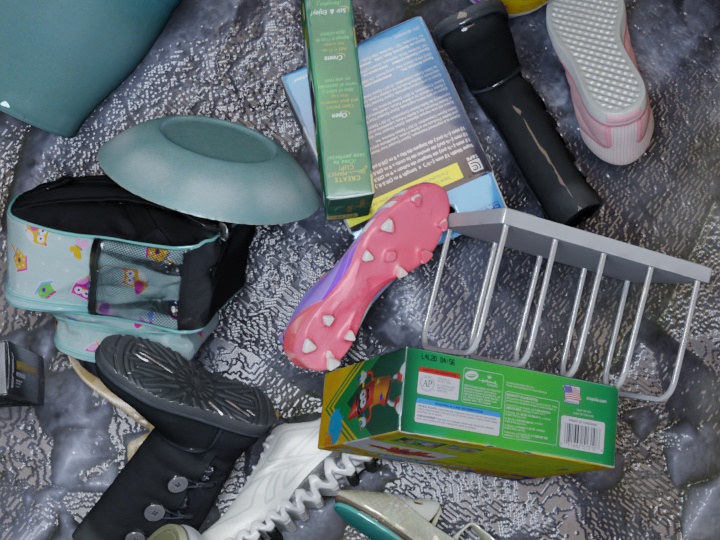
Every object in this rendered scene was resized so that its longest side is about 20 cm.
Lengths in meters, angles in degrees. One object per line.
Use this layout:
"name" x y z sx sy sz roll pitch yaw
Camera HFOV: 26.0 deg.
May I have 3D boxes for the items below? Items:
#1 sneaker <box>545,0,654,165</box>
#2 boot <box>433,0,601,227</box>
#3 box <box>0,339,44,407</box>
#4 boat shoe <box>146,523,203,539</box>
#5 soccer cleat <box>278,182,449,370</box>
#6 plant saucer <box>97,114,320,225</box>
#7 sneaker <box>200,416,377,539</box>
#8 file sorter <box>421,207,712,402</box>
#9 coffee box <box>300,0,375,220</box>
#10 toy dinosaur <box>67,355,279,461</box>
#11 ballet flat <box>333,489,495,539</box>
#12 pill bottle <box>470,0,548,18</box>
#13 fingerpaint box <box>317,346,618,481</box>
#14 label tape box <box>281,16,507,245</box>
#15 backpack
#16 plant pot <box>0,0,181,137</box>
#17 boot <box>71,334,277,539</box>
"sneaker" 0.223 -0.183 1.450 0.075 0.105 0.201 -14 51 6
"boot" 0.142 -0.131 1.383 0.066 0.165 0.200 -26 82 12
"box" -0.386 0.095 1.348 0.199 0.158 0.049 -3 83 0
"boat shoe" -0.167 0.303 1.336 0.068 0.075 0.200 11 115 -29
"soccer cleat" 0.000 0.000 1.364 0.067 0.076 0.200 39 84 -30
"plant saucer" -0.128 -0.098 1.365 0.200 0.201 0.039 16 113 2
"sneaker" -0.069 0.187 1.384 0.200 0.075 0.081 -35 75 -14
"file sorter" 0.172 0.032 1.347 0.199 0.139 0.125 15 86 -18
"coffee box" -0.021 -0.150 1.346 0.044 0.123 0.201 -6 82 -3
"toy dinosaur" -0.178 0.139 1.404 0.199 0.058 0.101 14 66 -6
"ballet flat" 0.068 0.240 1.381 0.200 0.067 0.062 36 68 -3
"pill bottle" 0.137 -0.291 1.394 0.104 0.200 0.105 0 81 0
"fingerpaint box" 0.088 0.123 1.308 0.199 0.167 0.074 12 74 -22
"label tape box" 0.031 -0.112 1.433 0.143 0.066 0.200 -24 86 -4
"backpack" -0.209 -0.005 1.356 0.199 0.176 0.154 15 111 6
"plant pot" -0.274 -0.229 1.395 0.200 0.200 0.188 28 97 4
"boot" -0.189 0.161 1.315 0.165 0.066 0.200 27 121 -20
